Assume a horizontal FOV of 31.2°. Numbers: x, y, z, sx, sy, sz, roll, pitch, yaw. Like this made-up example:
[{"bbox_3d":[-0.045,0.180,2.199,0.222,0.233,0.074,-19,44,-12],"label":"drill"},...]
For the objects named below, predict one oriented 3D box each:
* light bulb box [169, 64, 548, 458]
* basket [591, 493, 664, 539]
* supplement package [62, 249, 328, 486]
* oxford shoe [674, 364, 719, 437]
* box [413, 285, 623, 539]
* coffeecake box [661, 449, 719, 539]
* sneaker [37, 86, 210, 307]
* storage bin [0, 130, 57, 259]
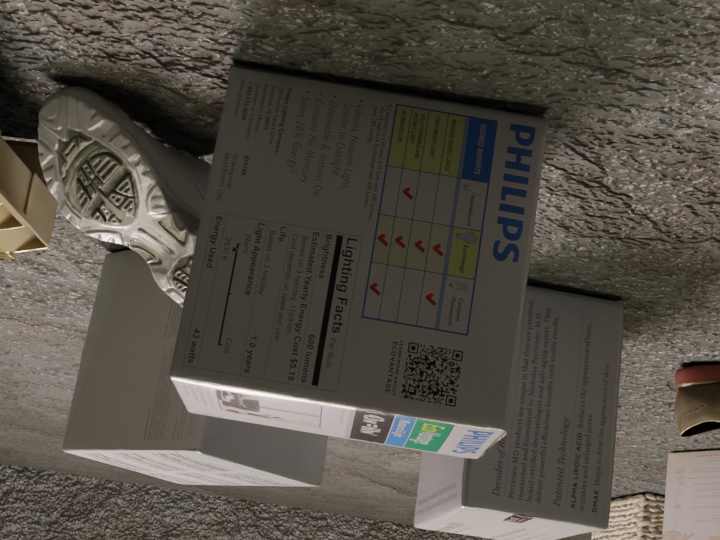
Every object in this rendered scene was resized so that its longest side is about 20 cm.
[{"bbox_3d":[0.000,0.000,0.805,0.198,0.201,0.125,10,165,0],"label":"light bulb box"},{"bbox_3d":[0.496,0.468,2.115,0.196,0.163,0.200,12,162,-12],"label":"basket"},{"bbox_3d":[-0.136,0.086,1.157,0.199,0.193,0.146,-8,156,44],"label":"supplement package"},{"bbox_3d":[0.398,0.132,1.237,0.198,0.076,0.070,-6,157,39],"label":"oxford shoe"},{"bbox_3d":[0.138,0.134,1.161,0.129,0.202,0.199,10,163,-7],"label":"box"},{"bbox_3d":[0.463,0.334,1.637,0.073,0.202,0.153,19,160,-31],"label":"coffeecake box"},{"bbox_3d":[-0.146,-0.058,0.901,0.077,0.100,0.200,-28,121,22],"label":"sneaker"},{"bbox_3d":[-0.321,-0.090,0.858,0.196,0.095,0.200,6,162,6],"label":"storage bin"}]
